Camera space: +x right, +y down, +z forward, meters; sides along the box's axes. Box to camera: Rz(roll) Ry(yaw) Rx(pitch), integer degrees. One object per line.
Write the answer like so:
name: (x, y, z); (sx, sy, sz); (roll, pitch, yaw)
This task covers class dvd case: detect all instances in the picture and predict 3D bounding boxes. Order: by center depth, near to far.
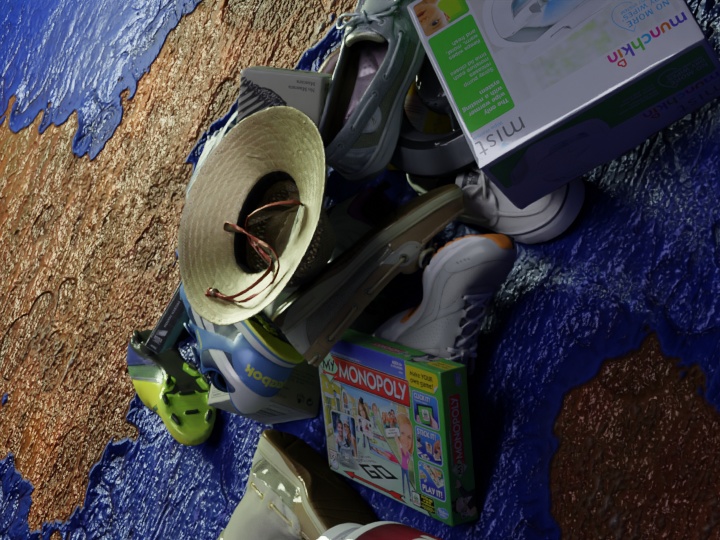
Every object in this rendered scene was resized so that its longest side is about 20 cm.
dvd case: (-0.153, -0.009, 1.711); (0.200, 0.022, 0.146); (-59, -7, 14)

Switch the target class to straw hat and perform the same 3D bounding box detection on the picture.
straw hat: (-0.068, -0.034, 1.389); (0.201, 0.085, 0.201); (-24, 54, 38)

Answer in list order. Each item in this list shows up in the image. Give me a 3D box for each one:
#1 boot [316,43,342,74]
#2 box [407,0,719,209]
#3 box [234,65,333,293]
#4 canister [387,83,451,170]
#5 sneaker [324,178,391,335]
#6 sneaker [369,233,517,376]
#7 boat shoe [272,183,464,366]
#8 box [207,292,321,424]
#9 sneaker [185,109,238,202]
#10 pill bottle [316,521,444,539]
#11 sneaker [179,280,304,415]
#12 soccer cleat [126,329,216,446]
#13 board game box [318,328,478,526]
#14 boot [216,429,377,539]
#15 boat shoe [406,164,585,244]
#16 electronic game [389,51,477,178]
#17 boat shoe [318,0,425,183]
boot: (-0.056, -0.141, 1.590); (0.188, 0.068, 0.200); (-48, 2, 19)
box: (0.166, -0.178, 1.282); (0.200, 0.097, 0.177); (-29, 59, 15)
box: (-0.074, -0.084, 1.464); (0.068, 0.082, 0.200); (-44, -40, -77)
canister: (0.058, -0.201, 1.543); (0.148, 0.086, 0.200); (8, 79, 54)
sneaker: (0.000, 0.000, 1.523); (0.087, 0.074, 0.200); (-36, 43, 32)
sneaker: (0.084, 0.051, 1.377); (0.200, 0.076, 0.092); (-55, 45, 41)
boat shoe: (0.017, 0.001, 1.388); (0.201, 0.063, 0.073); (-39, 7, 4)
box: (-0.083, 0.046, 1.605); (0.095, 0.078, 0.200); (-13, 61, 51)
sneaker: (-0.145, -0.138, 1.810); (0.200, 0.077, 0.085); (-52, 32, 21)
pill bottle: (0.039, 0.265, 1.269); (0.200, 0.113, 0.113); (8, 78, 56)
sneaker: (-0.130, 0.066, 1.526); (0.082, 0.074, 0.200); (-62, 35, 10)
soccer cleat: (-0.207, 0.140, 1.763); (0.200, 0.065, 0.084); (-129, 37, -49)
board game box: (0.028, 0.130, 1.386); (0.200, 0.029, 0.135); (14, 114, 57)
boot: (-0.064, 0.259, 1.463); (0.200, 0.072, 0.155); (44, 112, 50)
boat shoe: (0.114, -0.074, 1.405); (0.200, 0.066, 0.072); (21, 88, 57)
electronic game: (0.085, -0.176, 1.423); (0.200, 0.042, 0.200); (-19, 59, 35)
boat shoe: (0.006, -0.181, 1.418); (0.074, 0.065, 0.202); (3, 73, 42)
